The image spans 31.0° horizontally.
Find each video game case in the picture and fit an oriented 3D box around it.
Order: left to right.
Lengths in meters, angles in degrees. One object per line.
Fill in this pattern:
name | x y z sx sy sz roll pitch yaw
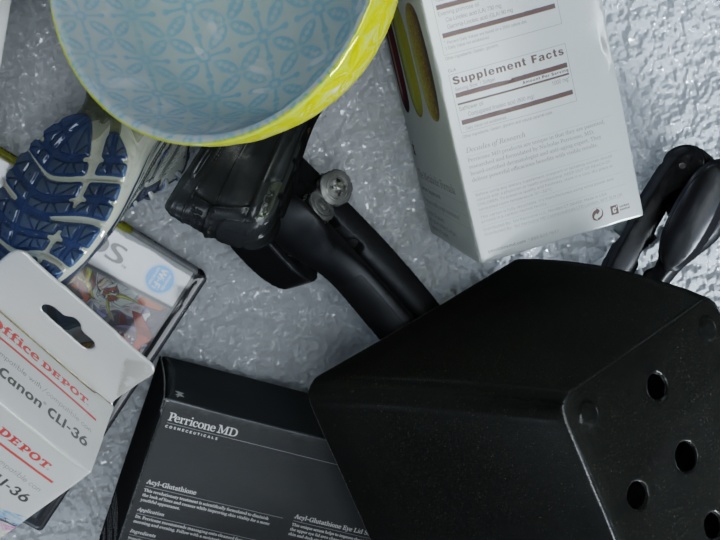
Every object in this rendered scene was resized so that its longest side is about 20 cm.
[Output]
video game case | -0.226 0.039 0.814 0.181 0.026 0.200 32 94 -17

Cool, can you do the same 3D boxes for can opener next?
can opener | 0.000 0.000 0.839 0.200 0.079 0.063 41 50 -19
can opener | 0.186 0.006 0.881 0.063 0.079 0.200 37 110 23

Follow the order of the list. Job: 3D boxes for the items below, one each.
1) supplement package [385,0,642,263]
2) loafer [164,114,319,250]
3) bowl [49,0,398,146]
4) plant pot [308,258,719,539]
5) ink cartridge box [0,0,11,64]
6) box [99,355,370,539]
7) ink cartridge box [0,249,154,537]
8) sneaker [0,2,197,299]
supplement package | 0.086 -0.122 0.801 0.109 0.114 0.200 -17 104 -9
loafer | -0.055 -0.108 0.770 0.070 0.068 0.201 19 68 2
bowl | -0.054 -0.160 0.688 0.200 0.108 0.200 -1 88 26
plant pot | 0.125 0.110 0.761 0.199 0.177 0.200 -28 100 -33
ink cartridge box | -0.279 -0.107 0.706 0.146 0.086 0.200 16 99 22
box | -0.054 0.154 0.847 0.200 0.079 0.141 17 106 -16
ink cartridge box | -0.228 0.090 0.749 0.200 0.068 0.116 -37 114 22
sneaker | -0.140 -0.064 0.773 0.077 0.085 0.200 29 84 25
